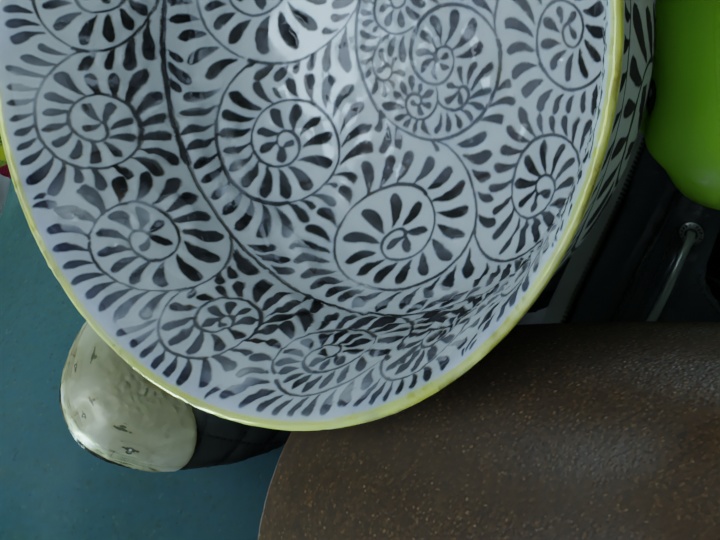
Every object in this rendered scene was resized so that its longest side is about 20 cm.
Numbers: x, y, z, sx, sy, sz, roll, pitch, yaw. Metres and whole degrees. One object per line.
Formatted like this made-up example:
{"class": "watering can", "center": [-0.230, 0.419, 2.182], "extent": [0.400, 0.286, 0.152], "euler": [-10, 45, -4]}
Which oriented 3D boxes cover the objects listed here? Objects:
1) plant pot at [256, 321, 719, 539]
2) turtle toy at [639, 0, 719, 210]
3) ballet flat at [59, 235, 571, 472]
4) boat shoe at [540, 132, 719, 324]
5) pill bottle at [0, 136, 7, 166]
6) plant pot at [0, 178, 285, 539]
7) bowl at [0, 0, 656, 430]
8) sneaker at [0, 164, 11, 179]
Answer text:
{"class": "plant pot", "center": [0.080, 0.088, 0.668], "extent": [0.200, 0.187, 0.187], "euler": [17, 104, 29]}
{"class": "turtle toy", "center": [0.151, -0.073, 0.632], "extent": [0.101, 0.146, 0.200], "euler": [43, 126, -7]}
{"class": "ballet flat", "center": [0.000, 0.000, 0.743], "extent": [0.067, 0.200, 0.057], "euler": [61, 147, 6]}
{"class": "boat shoe", "center": [0.099, 0.012, 0.749], "extent": [0.062, 0.073, 0.200], "euler": [25, 104, 43]}
{"class": "pill bottle", "center": [-0.168, -0.068, 0.839], "extent": [0.200, 0.112, 0.113], "euler": [-27, 73, 14]}
{"class": "plant pot", "center": [-0.059, 0.063, 0.826], "extent": [0.200, 0.200, 0.188], "euler": [-1, 77, 43]}
{"class": "bowl", "center": [0.007, -0.062, 0.681], "extent": [0.201, 0.094, 0.201], "euler": [3, 94, 38]}
{"class": "sneaker", "center": [-0.091, -0.125, 0.914], "extent": [0.081, 0.075, 0.200], "euler": [5, 95, 42]}
